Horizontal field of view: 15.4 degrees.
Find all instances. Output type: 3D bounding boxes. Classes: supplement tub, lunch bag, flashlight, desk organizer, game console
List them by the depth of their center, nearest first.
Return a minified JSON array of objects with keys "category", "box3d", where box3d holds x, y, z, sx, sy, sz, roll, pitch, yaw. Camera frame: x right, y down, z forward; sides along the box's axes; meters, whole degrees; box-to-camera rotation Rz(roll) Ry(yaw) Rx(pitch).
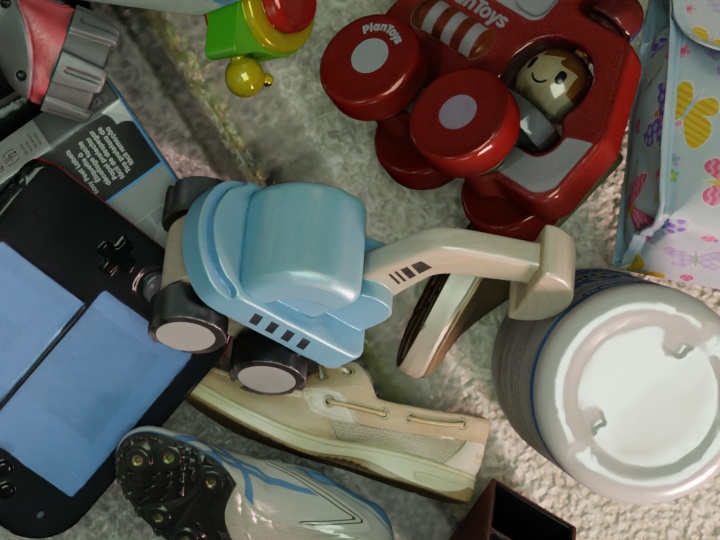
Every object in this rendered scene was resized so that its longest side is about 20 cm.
[{"category":"flashlight","box3d":[-0.244,-0.149,1.563,0.199,0.068,0.068,18,136,-9]},{"category":"game console","box3d":[-0.193,0.053,1.619,0.177,0.031,0.200,38,95,-30]},{"category":"desk organizer","box3d":[0.083,0.216,1.637,0.072,0.200,0.077,31,113,-7]},{"category":"supplement tub","box3d":[0.157,0.067,1.643,0.131,0.200,0.133,0,94,-7]},{"category":"lunch bag","box3d":[0.257,-0.092,1.678,0.169,0.127,0.201,12,68,-8]}]

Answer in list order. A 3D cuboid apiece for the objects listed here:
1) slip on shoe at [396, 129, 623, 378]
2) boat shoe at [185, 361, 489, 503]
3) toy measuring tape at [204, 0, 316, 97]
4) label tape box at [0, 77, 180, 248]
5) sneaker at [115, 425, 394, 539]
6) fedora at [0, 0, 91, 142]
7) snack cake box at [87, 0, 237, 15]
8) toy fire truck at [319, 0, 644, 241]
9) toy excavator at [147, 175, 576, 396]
[{"category":"slip on shoe","box3d":[0.094,-0.011,1.698,0.060,0.076,0.200,32,82,-7]},{"category":"boat shoe","box3d":[-0.015,0.091,1.694,0.199,0.072,0.065,19,83,-9]},{"category":"toy measuring tape","box3d":[-0.059,-0.202,1.680,0.073,0.074,0.201,7,75,-6]},{"category":"label tape box","box3d":[-0.197,-0.004,1.647,0.200,0.066,0.143,-36,117,-5]},{"category":"sneaker","box3d":[-0.068,0.145,1.673,0.200,0.073,0.072,26,115,-23]},{"category":"fedora","box3d":[-0.265,-0.161,1.636,0.200,0.092,0.201,0,93,-6]},{"category":"snack cake box","box3d":[-0.131,-0.263,1.613,0.115,0.067,0.201,4,78,-41]},{"category":"toy fire truck","box3d":[0.086,-0.123,1.637,0.200,0.112,0.168,34,81,37]},{"category":"toy excavator","box3d":[0.000,0.000,1.572,0.194,0.200,0.100,28,54,-33]}]
